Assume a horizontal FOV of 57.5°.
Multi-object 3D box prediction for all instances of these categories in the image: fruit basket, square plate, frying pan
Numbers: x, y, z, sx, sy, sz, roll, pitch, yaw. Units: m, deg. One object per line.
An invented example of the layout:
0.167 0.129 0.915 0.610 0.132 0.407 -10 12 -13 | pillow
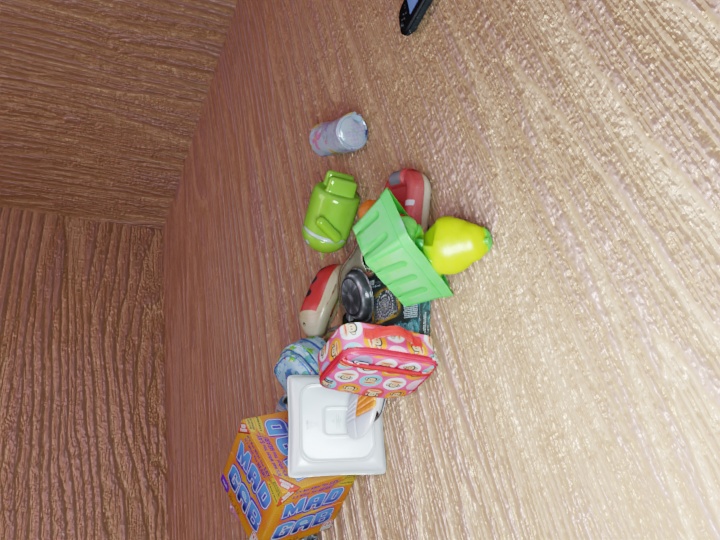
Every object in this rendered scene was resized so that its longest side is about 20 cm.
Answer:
0.117 -0.046 1.126 0.217 0.213 0.157 -60 35 37 | fruit basket
-0.048 0.307 1.319 0.028 0.195 0.203 111 157 -69 | square plate
-0.023 0.073 1.416 0.116 0.031 0.190 66 146 23 | frying pan

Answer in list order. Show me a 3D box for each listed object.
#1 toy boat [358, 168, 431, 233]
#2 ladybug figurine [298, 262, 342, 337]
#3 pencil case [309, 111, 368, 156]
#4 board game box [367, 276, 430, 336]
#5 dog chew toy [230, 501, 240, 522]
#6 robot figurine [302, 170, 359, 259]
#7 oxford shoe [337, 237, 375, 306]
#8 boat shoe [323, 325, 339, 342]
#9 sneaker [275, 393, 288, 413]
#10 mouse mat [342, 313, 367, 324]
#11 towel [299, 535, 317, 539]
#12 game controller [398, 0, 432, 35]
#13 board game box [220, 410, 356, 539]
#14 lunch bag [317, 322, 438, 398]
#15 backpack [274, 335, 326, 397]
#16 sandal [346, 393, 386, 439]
0.055 -0.103 1.284 0.130 0.129 0.203 -3 80 63 | toy boat
-0.086 0.065 1.518 0.136 0.071 0.202 98 -167 -60 | ladybug figurine
-0.057 -0.334 1.621 0.199 0.082 0.092 -174 85 -64 | pencil case
0.073 0.072 1.311 0.199 0.028 0.137 -13 72 60 | board game box
-0.213 0.563 1.575 0.124 0.198 0.126 -24 63 60 | dog chew toy
-0.071 -0.131 1.561 0.176 0.114 0.202 -112 37 -59 | robot figurine
0.000 0.000 1.427 0.075 0.070 0.202 -119 43 -61 | oxford shoe
-0.071 0.225 1.534 0.069 0.070 0.202 -81 8 -74 | boat shoe
-0.164 0.378 1.671 0.200 0.071 0.073 39 109 56 | sneaker
0.006 0.147 1.458 0.200 0.007 0.163 -41 48 55 | mouse mat
-0.187 0.704 1.530 0.086 0.164 0.203 -135 57 -64 | towel
0.132 -0.587 1.354 0.200 0.042 0.105 -54 39 43 | game controller
-0.161 0.454 1.453 0.200 0.198 0.201 49 127 38 | board game box
0.035 0.157 1.186 0.177 0.198 0.083 127 146 -45 | lunch bag
-0.095 0.241 1.429 0.163 0.152 0.202 -46 59 50 | backpack
0.024 0.235 1.300 0.079 0.059 0.209 -24 46 41 | sandal
